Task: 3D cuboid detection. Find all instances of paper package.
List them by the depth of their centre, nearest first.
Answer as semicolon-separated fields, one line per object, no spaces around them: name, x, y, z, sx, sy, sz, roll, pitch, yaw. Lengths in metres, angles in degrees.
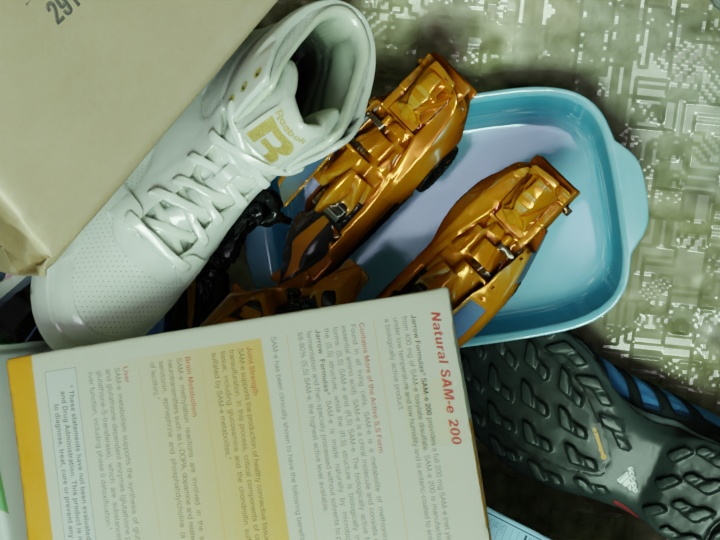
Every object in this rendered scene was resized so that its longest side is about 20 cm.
paper package;-0.156;-0.134;1.037;0.191;0.103;0.200;50;64;-25

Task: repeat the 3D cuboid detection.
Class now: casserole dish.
casserole dish;0.043;-0.023;1.157;0.199;0.039;0.122;-9;93;9

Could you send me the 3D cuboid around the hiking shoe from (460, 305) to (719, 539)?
hiking shoe;0.128;0.085;1.191;0.200;0.087;0.075;34;99;15

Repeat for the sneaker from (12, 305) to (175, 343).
sneaker;-0.130;0.017;1.157;0.078;0.070;0.201;9;84;3

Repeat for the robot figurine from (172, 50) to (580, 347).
robot figurine;0.000;0.000;1.115;0.145;0.058;0.200;45;98;8

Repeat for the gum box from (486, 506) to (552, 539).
gum box;0.066;0.160;1.169;0.200;0.170;0.045;29;75;-16

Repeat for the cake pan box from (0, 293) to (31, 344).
cake pan box;-0.217;0.107;1.242;0.184;0.052;0.200;41;110;-10

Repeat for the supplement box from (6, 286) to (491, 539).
supplement box;-0.047;0.090;1.033;0.199;0.074;0.127;-8;75;0

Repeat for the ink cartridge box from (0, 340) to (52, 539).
ink cartridge box;-0.225;0.124;1.125;0.199;0.087;0.146;-15;86;28

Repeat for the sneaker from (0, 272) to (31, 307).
sneaker;-0.181;-0.038;1.122;0.200;0.070;0.082;-45;139;-2

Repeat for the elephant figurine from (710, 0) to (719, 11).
elephant figurine;0.187;-0.171;1.065;0.200;0.156;0.141;-39;148;29

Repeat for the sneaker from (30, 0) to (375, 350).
sneaker;-0.069;-0.048;1.069;0.074;0.200;0.115;42;152;-17
